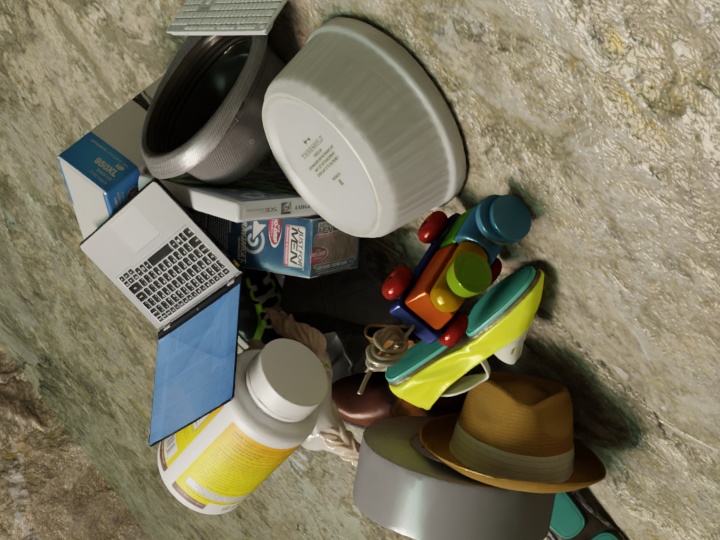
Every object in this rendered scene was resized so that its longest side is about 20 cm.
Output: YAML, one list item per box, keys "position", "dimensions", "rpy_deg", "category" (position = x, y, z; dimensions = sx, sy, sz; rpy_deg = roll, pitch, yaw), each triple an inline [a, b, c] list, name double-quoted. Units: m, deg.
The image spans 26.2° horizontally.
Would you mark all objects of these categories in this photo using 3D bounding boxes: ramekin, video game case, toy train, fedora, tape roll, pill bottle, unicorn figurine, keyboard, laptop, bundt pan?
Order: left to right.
- position: [-0.207, 0.045, 1.549]
  dimensions: [0.200, 0.116, 0.187]
  rpy_deg: [47, 141, -9]
  category: "laptop"
- position: [-0.128, -0.253, 1.501]
  dimensions: [0.011, 0.057, 0.199]
  rpy_deg: [34, 168, -33]
  category: "keyboard"
- position: [-0.128, -0.164, 1.517]
  dimensions: [0.090, 0.201, 0.176]
  rpy_deg: [34, 161, -33]
  category: "fedora"
- position: [-0.116, 0.154, 1.554]
  dimensions: [0.109, 0.109, 0.200]
  rpy_deg: [48, 129, 5]
  category: "pill bottle"
- position: [-0.100, -0.080, 1.567]
  dimensions: [0.199, 0.181, 0.024]
  rpy_deg: [18, 110, 52]
  category: "video game case"
- position: [-0.051, 0.142, 1.610]
  dimensions: [0.136, 0.074, 0.201]
  rpy_deg: [9, 130, 34]
  category: "unicorn figurine"
- position: [-0.052, 0.042, 1.769]
  dimensions: [0.202, 0.076, 0.203]
  rpy_deg: [39, 154, 24]
  category: "bundt pan"
- position: [-0.004, -0.121, 1.420]
  dimensions: [0.202, 0.094, 0.203]
  rpy_deg: [40, 155, 23]
  category: "ramekin"
- position: [0.074, 0.022, 1.361]
  dimensions: [0.084, 0.201, 0.116]
  rpy_deg: [39, 150, -9]
  category: "toy train"
- position: [0.094, 0.207, 1.528]
  dimensions: [0.200, 0.199, 0.067]
  rpy_deg: [23, 109, 47]
  category: "tape roll"
- position: [0.151, 0.146, 1.494]
  dimensions: [0.200, 0.199, 0.083]
  rpy_deg: [23, 109, 47]
  category: "fedora"

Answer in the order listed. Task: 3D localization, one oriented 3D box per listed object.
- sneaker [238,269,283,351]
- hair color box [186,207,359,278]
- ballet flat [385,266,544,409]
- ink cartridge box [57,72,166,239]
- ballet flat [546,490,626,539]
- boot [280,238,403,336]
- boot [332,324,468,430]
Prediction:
- position: [-0.124, 0.017, 1.678]
  dimensions: [0.200, 0.072, 0.083]
  rpy_deg: [49, 150, 13]
  category: "sneaker"
- position: [-0.109, -0.038, 1.578]
  dimensions: [0.199, 0.100, 0.061]
  rpy_deg: [8, 101, 29]
  category: "hair color box"
- position: [0.111, 0.069, 1.453]
  dimensions: [0.200, 0.067, 0.067]
  rpy_deg: [-37, 109, 29]
  category: "ballet flat"
- position: [-0.215, -0.115, 1.680]
  dimensions: [0.084, 0.200, 0.145]
  rpy_deg: [34, 153, 27]
  category: "ink cartridge box"
- position: [0.233, 0.279, 1.638]
  dimensions: [0.201, 0.072, 0.072]
  rpy_deg: [52, 157, -4]
  category: "ballet flat"
- position: [0.000, 0.000, 1.607]
  dimensions: [0.198, 0.070, 0.133]
  rpy_deg: [-1, 93, 19]
  category: "boot"
- position: [0.033, 0.111, 1.600]
  dimensions: [0.187, 0.069, 0.200]
  rpy_deg: [10, 159, 19]
  category: "boot"
